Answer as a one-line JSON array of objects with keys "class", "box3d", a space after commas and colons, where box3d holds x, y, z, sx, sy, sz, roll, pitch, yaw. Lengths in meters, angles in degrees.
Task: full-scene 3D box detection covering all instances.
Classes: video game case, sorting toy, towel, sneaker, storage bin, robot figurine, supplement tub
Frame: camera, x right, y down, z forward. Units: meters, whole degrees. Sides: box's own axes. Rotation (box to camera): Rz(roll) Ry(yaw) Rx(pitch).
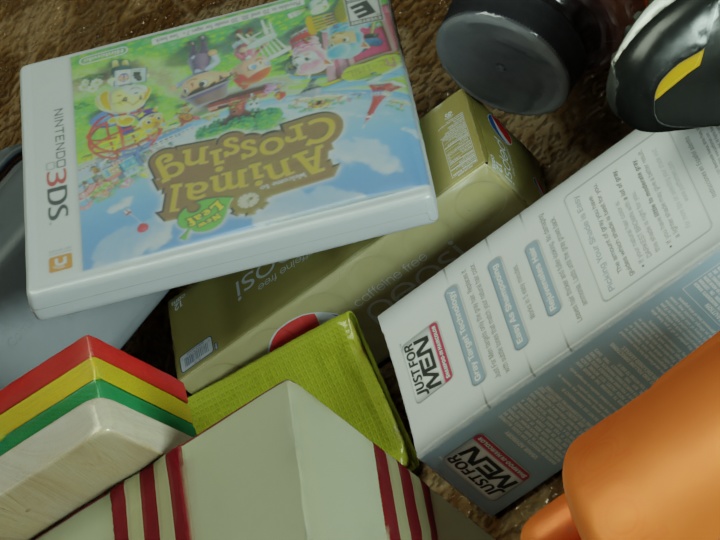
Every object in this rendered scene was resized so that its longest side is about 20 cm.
[{"class": "video game case", "box3d": [-0.071, -0.066, 1.183, 0.200, 0.022, 0.182, -14, 43, 3]}, {"class": "sorting toy", "box3d": [-0.134, 0.121, 1.105, 0.199, 0.200, 0.070, -32, 54, 22]}, {"class": "towel", "box3d": [-0.069, 0.100, 1.180, 0.200, 0.018, 0.086, -29, 81, 25]}, {"class": "sneaker", "box3d": [0.207, -0.096, 1.013, 0.200, 0.070, 0.090, -19, 44, -11]}, {"class": "storage bin", "box3d": [-0.168, 0.026, 1.260, 0.200, 0.146, 0.134, -52, 14, -24]}, {"class": "robot figurine", "box3d": [0.160, 0.083, 0.915, 0.200, 0.117, 0.144, -36, -2, 17]}, {"class": "supplement tub", "box3d": [0.109, -0.172, 1.181, 0.107, 0.107, 0.200, -5, 45, 44]}]

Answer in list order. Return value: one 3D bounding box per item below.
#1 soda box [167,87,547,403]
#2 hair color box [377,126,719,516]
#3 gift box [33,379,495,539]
[{"class": "soda box", "box3d": [0.000, 0.000, 1.195, 0.200, 0.068, 0.064, -35, 38, 20]}, {"class": "hair color box", "box3d": [0.110, 0.012, 1.077, 0.200, 0.061, 0.099, -36, 38, 17]}, {"class": "gift box", "box3d": [-0.046, 0.182, 0.978, 0.185, 0.200, 0.187, -38, 39, 24]}]
